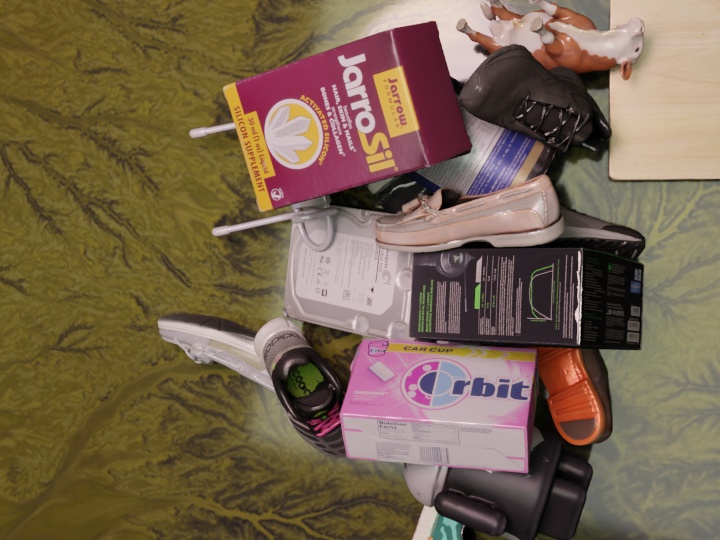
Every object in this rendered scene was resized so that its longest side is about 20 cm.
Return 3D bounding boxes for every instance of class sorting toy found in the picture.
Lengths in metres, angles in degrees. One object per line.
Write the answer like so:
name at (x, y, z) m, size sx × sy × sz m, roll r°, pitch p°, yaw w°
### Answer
sorting toy at (0.364, -0.197, 1.174) m, size 0.198 × 0.070 × 0.201 m, roll 0°, pitch 94°, yaw 12°

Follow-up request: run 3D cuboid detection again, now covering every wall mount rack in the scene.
wall mount rack at (-0.105, -0.112, 1.237) m, size 0.173 × 0.074 × 0.202 m, roll -4°, pitch 99°, yaw 50°

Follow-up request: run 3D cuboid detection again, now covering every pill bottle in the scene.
pill bottle at (0.095, -0.133, 1.143) m, size 0.199 × 0.112 × 0.113 m, roll 32°, pitch 99°, yaw 4°

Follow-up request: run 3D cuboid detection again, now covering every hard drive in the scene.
hard drive at (0.000, 0.000, 1.240) m, size 0.199 × 0.038 × 0.141 m, roll 12°, pitch 97°, yaw 38°

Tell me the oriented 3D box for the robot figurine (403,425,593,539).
robot figurine at (0.144, 0.215, 1.191) m, size 0.198 × 0.150 × 0.126 m, roll 18°, pitch 83°, yaw 13°

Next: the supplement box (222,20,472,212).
supplement box at (-0.013, -0.145, 1.065) m, size 0.198 × 0.103 × 0.132 m, roll -13°, pitch 98°, yaw 31°

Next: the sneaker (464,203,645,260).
sneaker at (0.213, -0.050, 1.214) m, size 0.198 × 0.074 × 0.080 m, roll 10°, pitch 61°, yaw 7°

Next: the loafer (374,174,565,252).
loafer at (0.101, -0.059, 1.082) m, size 0.198 × 0.072 × 0.064 m, roll -2°, pitch 114°, yaw 29°

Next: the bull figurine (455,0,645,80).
bull figurine at (0.196, -0.243, 1.151) m, size 0.199 × 0.121 × 0.066 m, roll 10°, pitch 76°, yaw 52°

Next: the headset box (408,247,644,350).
headset box at (0.165, 0.031, 1.131) m, size 0.198 × 0.173 × 0.094 m, roll 0°, pitch 85°, yaw 34°

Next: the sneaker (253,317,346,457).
sneaker at (-0.051, 0.148, 1.241) m, size 0.073 × 0.088 × 0.201 m, roll -31°, pitch 121°, yaw -5°

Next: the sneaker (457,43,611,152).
sneaker at (0.176, -0.158, 1.066) m, size 0.091 × 0.199 × 0.076 m, roll 53°, pitch 126°, yaw 31°

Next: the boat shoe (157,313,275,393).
boat shoe at (-0.147, 0.101, 1.305) m, size 0.200 × 0.074 × 0.065 m, roll 17°, pitch 97°, yaw 3°

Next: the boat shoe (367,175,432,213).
boat shoe at (0.102, -0.126, 1.234) m, size 0.199 × 0.074 × 0.061 m, roll -34°, pitch 93°, yaw 8°

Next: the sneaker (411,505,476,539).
sneaker at (0.094, 0.337, 1.263) m, size 0.079 × 0.071 × 0.202 m, roll 18°, pitch 96°, yaw 15°

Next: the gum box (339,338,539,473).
gum box at (0.078, 0.136, 1.136) m, size 0.198 × 0.114 × 0.067 m, roll 2°, pitch 129°, yaw 14°

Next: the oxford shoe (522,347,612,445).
oxford shoe at (0.229, 0.095, 1.228) m, size 0.071 × 0.073 × 0.202 m, roll -22°, pitch 71°, yaw 31°

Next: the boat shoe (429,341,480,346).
boat shoe at (0.080, 0.053, 1.254) m, size 0.068 × 0.071 × 0.202 m, roll -34°, pitch 74°, yaw 43°
